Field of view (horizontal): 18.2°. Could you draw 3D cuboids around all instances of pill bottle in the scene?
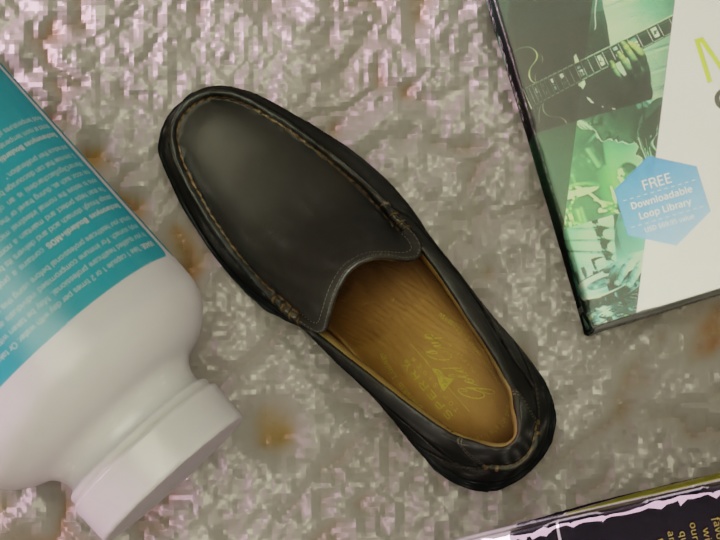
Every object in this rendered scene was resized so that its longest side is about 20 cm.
[{"bbox_3d":[-0.135,0.004,0.840,0.111,0.111,0.200,-42,84,-5],"label":"pill bottle"}]

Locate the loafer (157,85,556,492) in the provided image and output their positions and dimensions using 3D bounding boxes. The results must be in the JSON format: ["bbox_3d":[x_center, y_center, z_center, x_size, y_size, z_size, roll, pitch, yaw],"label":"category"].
[{"bbox_3d":[0.000,0.000,0.860,0.200,0.072,0.073,42,85,6],"label":"loafer"}]

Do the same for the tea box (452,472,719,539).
[{"bbox_3d":[0.149,0.166,0.763,0.196,0.133,0.201,-18,81,43],"label":"tea box"}]

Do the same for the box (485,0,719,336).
[{"bbox_3d":[0.129,-0.090,0.891,0.143,0.036,0.201,-17,82,-3],"label":"box"}]
